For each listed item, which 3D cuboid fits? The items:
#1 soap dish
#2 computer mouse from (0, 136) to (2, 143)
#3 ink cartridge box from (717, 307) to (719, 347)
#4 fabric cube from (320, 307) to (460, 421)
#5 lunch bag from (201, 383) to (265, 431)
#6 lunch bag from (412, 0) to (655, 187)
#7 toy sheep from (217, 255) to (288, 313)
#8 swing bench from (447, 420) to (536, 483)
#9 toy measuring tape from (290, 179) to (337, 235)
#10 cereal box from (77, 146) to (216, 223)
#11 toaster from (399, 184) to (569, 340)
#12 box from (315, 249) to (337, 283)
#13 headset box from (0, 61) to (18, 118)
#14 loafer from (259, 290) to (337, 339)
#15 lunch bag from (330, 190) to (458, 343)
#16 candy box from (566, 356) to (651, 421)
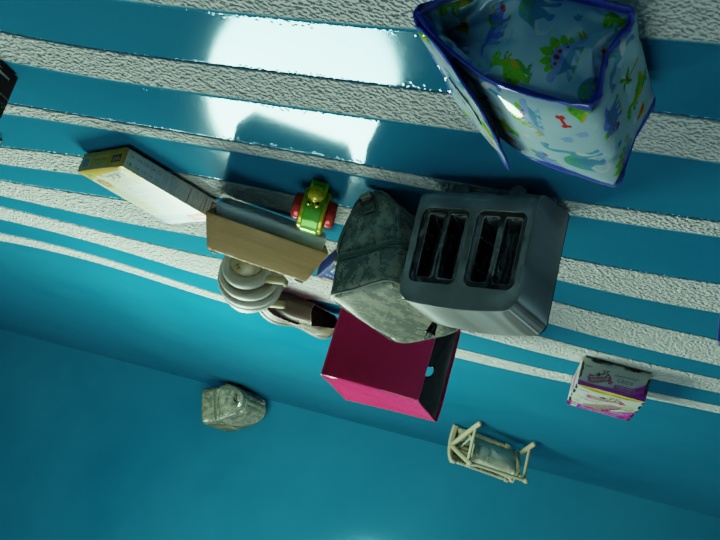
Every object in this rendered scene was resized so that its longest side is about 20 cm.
[{"bbox_3d":[-0.152,-0.049,1.604,0.198,0.082,0.157,19,-175,-5],"label":"soap dish"},{"bbox_3d":[-0.702,-0.246,1.647,0.137,0.053,0.200,10,162,24],"label":"computer mouse"},{"bbox_3d":[0.504,0.052,1.261,0.076,0.138,0.200,1,157,29],"label":"ink cartridge box"},{"bbox_3d":[0.065,0.161,1.934,0.197,0.198,0.200,11,163,19],"label":"fabric cube"},{"bbox_3d":[-0.446,0.484,3.531,0.166,0.141,0.200,-9,157,21],"label":"lunch bag"},{"bbox_3d":[0.156,-0.176,0.929,0.199,0.128,0.170,23,170,27],"label":"lunch bag"},{"bbox_3d":[-0.201,0.018,1.863,0.136,0.139,0.201,15,145,5],"label":"toy sheep"},{"bbox_3d":[0.379,0.540,2.941,0.197,0.131,0.200,20,163,-13],"label":"swing bench"},{"bbox_3d":[-0.072,-0.078,1.533,0.073,0.074,0.200,17,163,1],"label":"toy measuring tape"},{"bbox_3d":[-0.353,-0.138,1.668,0.143,0.040,0.199,0,157,44],"label":"cereal box"},{"bbox_3d":[0.159,-0.008,1.306,0.179,0.202,0.118,6,165,34],"label":"toaster"},{"bbox_3d":[0.000,0.000,1.776,0.120,0.033,0.200,21,162,-10],"label":"box"},{"bbox_3d":[-0.592,-0.210,1.397,0.147,0.202,0.075,11,163,20],"label":"headset box"},{"bbox_3d":[-0.127,0.084,2.120,0.199,0.074,0.071,21,153,-28],"label":"loafer"},{"bbox_3d":[0.061,-0.006,1.462,0.138,0.169,0.199,-14,146,38],"label":"lunch bag"},{"bbox_3d":[0.493,0.240,1.997,0.135,0.062,0.200,14,162,11],"label":"candy box"}]
